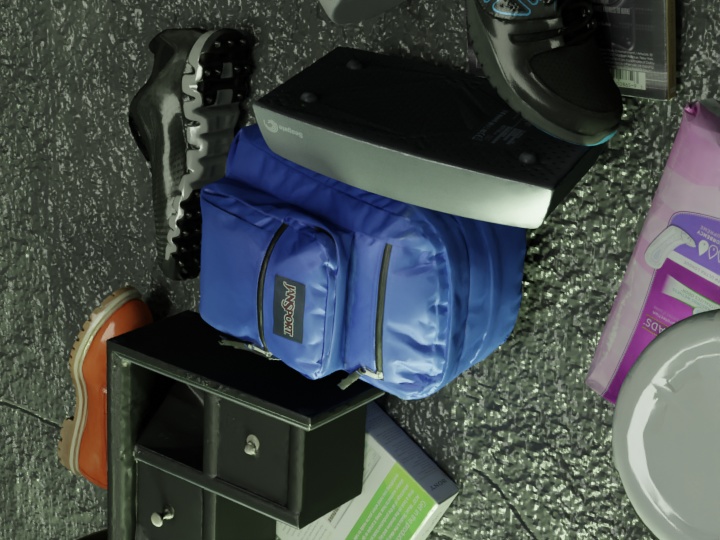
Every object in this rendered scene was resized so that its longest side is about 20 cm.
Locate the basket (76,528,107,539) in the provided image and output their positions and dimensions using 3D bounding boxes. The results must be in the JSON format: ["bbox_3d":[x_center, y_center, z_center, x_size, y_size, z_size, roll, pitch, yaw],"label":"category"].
[{"bbox_3d":[-0.160,0.328,1.244,0.179,0.136,0.201,-1,106,33],"label":"basket"}]

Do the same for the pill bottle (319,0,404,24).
[{"bbox_3d":[-0.028,-0.269,0.969,0.114,0.114,0.201,-37,79,39],"label":"pill bottle"}]

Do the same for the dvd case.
[{"bbox_3d":[0.124,-0.210,0.911,0.148,0.016,0.201,14,120,38],"label":"dvd case"}]

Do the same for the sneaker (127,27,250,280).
[{"bbox_3d":[-0.138,-0.094,1.145,0.090,0.066,0.201,22,112,35],"label":"sneaker"}]

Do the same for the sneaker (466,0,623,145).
[{"bbox_3d":[0.102,-0.168,0.888,0.082,0.073,0.201,-33,89,47],"label":"sneaker"}]

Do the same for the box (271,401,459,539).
[{"bbox_3d":[-0.031,0.150,1.149,0.200,0.036,0.145,45,126,21],"label":"box"}]

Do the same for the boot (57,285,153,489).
[{"bbox_3d":[-0.186,0.108,1.240,0.107,0.075,0.201,31,129,24],"label":"boot"}]

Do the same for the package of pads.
[{"bbox_3d":[0.219,0.009,0.882,0.120,0.075,0.201,33,121,30],"label":"package of pads"}]

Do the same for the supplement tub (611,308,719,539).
[{"bbox_3d":[0.220,0.075,0.738,0.122,0.199,0.123,2,94,38],"label":"supplement tub"}]

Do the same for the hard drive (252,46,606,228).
[{"bbox_3d":[0.046,-0.085,0.939,0.199,0.135,0.043,17,122,20],"label":"hard drive"}]

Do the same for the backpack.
[{"bbox_3d":[0.000,0.000,0.996,0.199,0.168,0.163,22,128,30],"label":"backpack"}]

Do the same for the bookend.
[{"bbox_3d":[-0.090,0.156,1.114,0.198,0.092,0.201,17,114,34],"label":"bookend"}]
